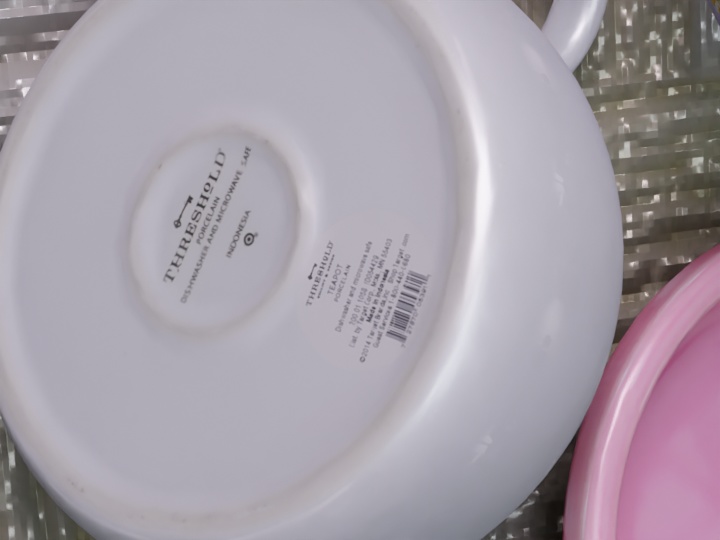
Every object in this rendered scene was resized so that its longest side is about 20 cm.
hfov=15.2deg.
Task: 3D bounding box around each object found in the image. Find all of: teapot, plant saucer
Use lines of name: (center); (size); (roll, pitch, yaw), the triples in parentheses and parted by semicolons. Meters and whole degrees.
teapot: (0.000, 0.000, 0.762); (0.199, 0.199, 0.146); (-30, 154, 24)
plant saucer: (0.143, 0.083, 0.853); (0.199, 0.051, 0.202); (1, 88, -28)

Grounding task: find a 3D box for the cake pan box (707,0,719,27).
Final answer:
cake pan box: (0.177, -0.134, 0.687); (0.199, 0.184, 0.053); (-25, 84, 0)
